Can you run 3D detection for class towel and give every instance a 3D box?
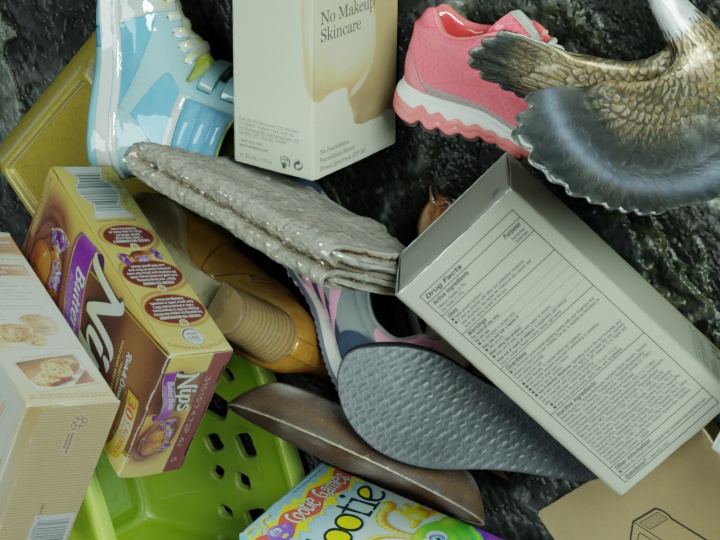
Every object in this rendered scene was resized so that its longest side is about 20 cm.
[{"bbox_3d":[-0.051,-0.036,1.287,0.200,0.132,0.035,29,101,33],"label":"towel"}]

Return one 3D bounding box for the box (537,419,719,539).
[{"bbox_3d":[0.230,0.211,1.311,0.163,0.021,0.200,-40,82,41],"label":"box"}]

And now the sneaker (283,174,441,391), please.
[{"bbox_3d":[0.000,0.000,1.360,0.082,0.070,0.200,-42,59,30],"label":"sneaker"}]

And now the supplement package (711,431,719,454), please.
[{"bbox_3d":[0.330,0.100,1.124,0.200,0.117,0.117,37,127,22],"label":"supplement package"}]

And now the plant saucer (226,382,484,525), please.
[{"bbox_3d":[0.002,0.125,1.374,0.200,0.200,0.032,20,79,31],"label":"plant saucer"}]

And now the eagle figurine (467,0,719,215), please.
[{"bbox_3d":[0.177,-0.105,1.120,0.200,0.152,0.151,-26,74,1],"label":"eagle figurine"}]

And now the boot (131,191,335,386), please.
[{"bbox_3d":[-0.090,0.023,1.425,0.071,0.144,0.201,-55,45,5],"label":"boot"}]

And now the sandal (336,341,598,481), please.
[{"bbox_3d":[0.075,0.099,1.292,0.200,0.043,0.076,17,94,-13],"label":"sandal"}]

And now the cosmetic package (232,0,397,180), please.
[{"bbox_3d":[-0.029,-0.173,1.309,0.071,0.105,0.200,16,118,32],"label":"cosmetic package"}]

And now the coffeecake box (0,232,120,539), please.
[{"bbox_3d":[-0.262,0.091,1.371,0.200,0.073,0.154,50,128,40],"label":"coffeecake box"}]

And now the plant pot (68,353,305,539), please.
[{"bbox_3d":[-0.178,0.165,1.506,0.181,0.200,0.199,-4,105,45],"label":"plant pot"}]

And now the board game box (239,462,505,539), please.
[{"bbox_3d":[0.024,0.238,1.422,0.200,0.103,0.105,19,129,31],"label":"board game box"}]

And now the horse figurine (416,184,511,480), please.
[{"bbox_3d":[0.082,0.055,1.347,0.132,0.050,0.200,20,117,25],"label":"horse figurine"}]

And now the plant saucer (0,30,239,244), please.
[{"bbox_3d":[-0.197,-0.068,1.520,0.200,0.048,0.200,-41,80,41],"label":"plant saucer"}]

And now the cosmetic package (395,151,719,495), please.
[{"bbox_3d":[0.128,0.034,1.221,0.200,0.073,0.104,43,108,-13],"label":"cosmetic package"}]

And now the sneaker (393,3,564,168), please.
[{"bbox_3d":[0.107,-0.119,1.242,0.200,0.074,0.087,19,114,30],"label":"sneaker"}]

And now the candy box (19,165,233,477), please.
[{"bbox_3d":[-0.172,0.032,1.359,0.200,0.056,0.117,52,131,35],"label":"candy box"}]

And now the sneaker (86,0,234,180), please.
[{"bbox_3d":[-0.124,-0.160,1.418,0.130,0.080,0.200,6,95,12],"label":"sneaker"}]
